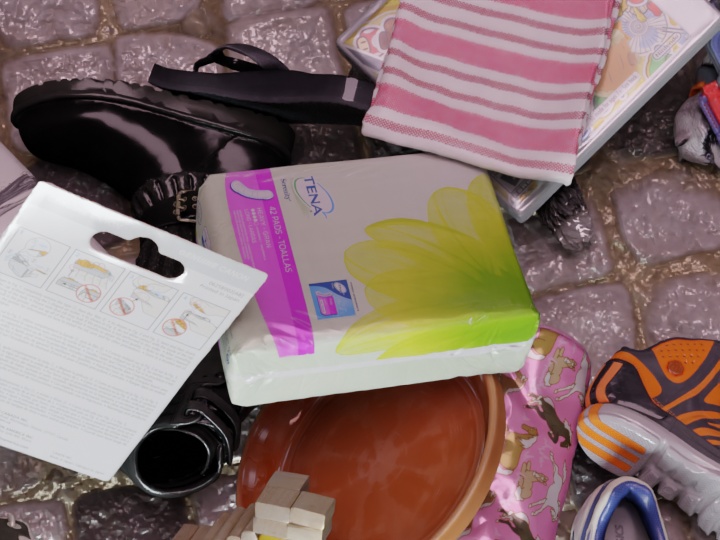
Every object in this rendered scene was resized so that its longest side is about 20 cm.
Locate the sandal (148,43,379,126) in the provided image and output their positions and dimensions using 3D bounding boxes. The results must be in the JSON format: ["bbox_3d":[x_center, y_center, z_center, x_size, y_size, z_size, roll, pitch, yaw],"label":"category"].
[{"bbox_3d":[-0.059,-0.130,1.619,0.199,0.076,0.043,7,80,34],"label":"sandal"}]

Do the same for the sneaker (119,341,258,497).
[{"bbox_3d":[-0.081,0.078,1.523,0.200,0.099,0.071,-40,111,1],"label":"sneaker"}]

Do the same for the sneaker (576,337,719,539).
[{"bbox_3d":[0.248,0.112,1.556,0.200,0.078,0.112,34,52,-4],"label":"sneaker"}]

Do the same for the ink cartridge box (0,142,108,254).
[{"bbox_3d":[-0.246,-0.015,1.556,0.084,0.146,0.200,-40,74,-15],"label":"ink cartridge box"}]

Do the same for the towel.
[{"bbox_3d":[0.093,-0.159,1.547,0.146,0.030,0.201,13,64,9],"label":"towel"}]

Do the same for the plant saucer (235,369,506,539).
[{"bbox_3d":[0.008,0.122,1.521,0.200,0.032,0.201,-20,50,26],"label":"plant saucer"}]

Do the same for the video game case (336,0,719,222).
[{"bbox_3d":[0.115,-0.162,1.590,0.200,0.023,0.182,-44,75,-7],"label":"video game case"}]

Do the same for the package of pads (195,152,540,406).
[{"bbox_3d":[0.000,0.000,1.492,0.199,0.068,0.155,-6,49,-12],"label":"package of pads"}]

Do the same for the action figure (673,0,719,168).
[{"bbox_3d":[0.315,-0.111,1.662,0.193,0.105,0.201,-20,94,-2],"label":"action figure"}]

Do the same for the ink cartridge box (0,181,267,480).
[{"bbox_3d":[-0.175,0.031,1.418,0.162,0.200,0.057,22,30,-27],"label":"ink cartridge box"}]

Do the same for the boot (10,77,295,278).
[{"bbox_3d":[-0.151,-0.042,1.607,0.210,0.080,0.159,9,67,2],"label":"boot"}]

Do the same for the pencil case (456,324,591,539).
[{"bbox_3d":[0.096,0.137,1.537,0.086,0.083,0.201,13,68,2],"label":"pencil case"}]

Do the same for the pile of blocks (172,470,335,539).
[{"bbox_3d":[-0.087,0.192,1.497,0.199,0.062,0.082,-28,101,25],"label":"pile of blocks"}]

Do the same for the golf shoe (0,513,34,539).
[{"bbox_3d":[-0.266,0.188,1.522,0.200,0.077,0.088,40,49,14],"label":"golf shoe"}]

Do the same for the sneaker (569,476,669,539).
[{"bbox_3d":[0.172,0.231,1.497,0.075,0.088,0.201,-7,69,-7],"label":"sneaker"}]

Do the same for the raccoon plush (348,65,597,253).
[{"bbox_3d":[0.069,-0.091,1.633,0.133,0.097,0.201,-21,69,-2],"label":"raccoon plush"}]
